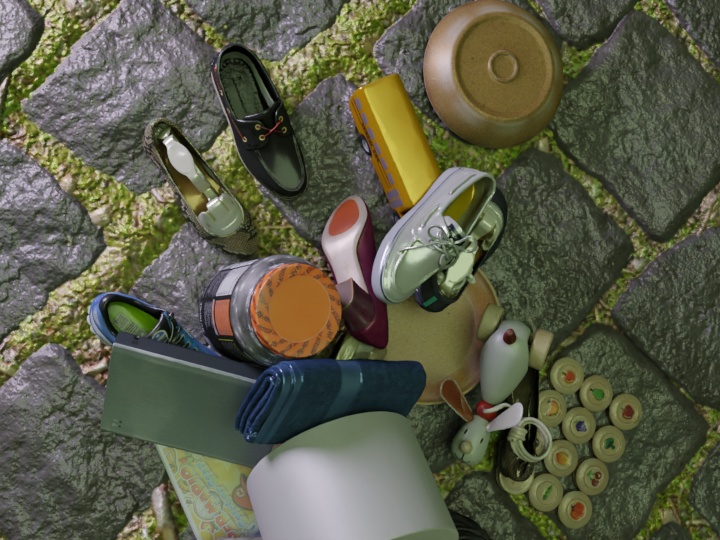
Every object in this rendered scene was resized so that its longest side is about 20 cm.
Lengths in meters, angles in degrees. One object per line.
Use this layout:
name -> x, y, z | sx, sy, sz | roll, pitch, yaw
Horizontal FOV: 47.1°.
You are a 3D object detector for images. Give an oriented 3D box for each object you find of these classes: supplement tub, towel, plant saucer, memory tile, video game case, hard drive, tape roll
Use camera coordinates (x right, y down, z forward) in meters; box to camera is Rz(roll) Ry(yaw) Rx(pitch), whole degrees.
supplement tub -> -0.103, 0.046, 0.933 | 0.122, 0.200, 0.124 | 1, 87, -25
towel -> -0.029, 0.136, 0.893 | 0.199, 0.112, 0.049 | 5, 41, -36
plant saucer -> 0.083, 0.069, 1.063 | 0.199, 0.035, 0.202 | 1, 87, -13
plant saucer -> 0.184, -0.266, 1.095 | 0.199, 0.035, 0.202 | 1, 86, -12
memory tile -> 0.281, 0.230, 1.108 | 0.153, 0.017, 0.201 | 32, 82, -9
video game case -> -0.134, 0.247, 1.014 | 0.181, 0.023, 0.201 | -24, 93, -12
hard drive -> -0.187, 0.151, 0.940 | 0.199, 0.033, 0.140 | 16, 125, -7
tape roll -> -0.010, 0.264, 0.902 | 0.201, 0.203, 0.140 | -16, 58, -12

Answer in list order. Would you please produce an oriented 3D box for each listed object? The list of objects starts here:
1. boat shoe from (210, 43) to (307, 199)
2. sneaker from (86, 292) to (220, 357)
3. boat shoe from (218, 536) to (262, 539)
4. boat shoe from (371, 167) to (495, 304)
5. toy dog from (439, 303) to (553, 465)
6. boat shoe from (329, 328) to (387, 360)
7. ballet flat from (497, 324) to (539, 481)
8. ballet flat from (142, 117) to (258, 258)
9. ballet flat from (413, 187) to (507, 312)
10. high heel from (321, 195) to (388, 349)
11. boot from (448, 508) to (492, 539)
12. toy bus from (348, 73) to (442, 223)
boat shoe -> -0.124, -0.181, 1.020 | 0.073, 0.063, 0.202 | -27, 94, -14
sneaker -> -0.230, 0.094, 0.963 | 0.199, 0.089, 0.079 | 34, 72, -9
boat shoe -> -0.090, 0.353, 0.973 | 0.199, 0.072, 0.073 | -5, 122, -24
boat shoe -> 0.097, -0.039, 0.965 | 0.202, 0.086, 0.075 | -50, 122, -21
toy dog -> 0.165, 0.138, 1.002 | 0.131, 0.096, 0.202 | 1, 82, 17
boat shoe -> -0.032, 0.170, 0.991 | 0.065, 0.072, 0.201 | 27, 82, -7
ballet flat -> 0.209, 0.169, 1.060 | 0.067, 0.046, 0.202 | 10, 81, -31
ballet flat -> -0.193, -0.098, 0.992 | 0.068, 0.075, 0.200 | -37, 95, -12
ballet flat -> 0.137, -0.032, 1.029 | 0.073, 0.073, 0.200 | 39, 69, -8
high heel -> 0.000, 0.000, 1.019 | 0.096, 0.067, 0.201 | 50, 33, -40
boot -> 0.091, 0.313, 1.001 | 0.199, 0.132, 0.070 | 20, 84, -12
toy bus -> 0.055, -0.139, 1.046 | 0.065, 0.078, 0.201 | -24, 92, -12
